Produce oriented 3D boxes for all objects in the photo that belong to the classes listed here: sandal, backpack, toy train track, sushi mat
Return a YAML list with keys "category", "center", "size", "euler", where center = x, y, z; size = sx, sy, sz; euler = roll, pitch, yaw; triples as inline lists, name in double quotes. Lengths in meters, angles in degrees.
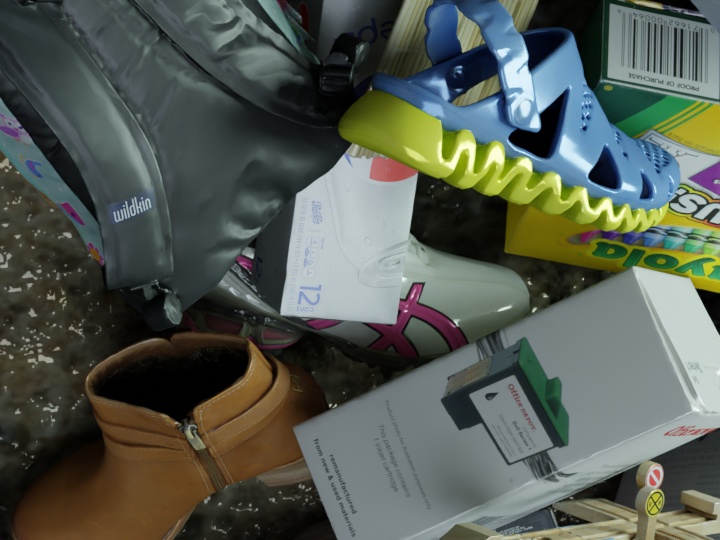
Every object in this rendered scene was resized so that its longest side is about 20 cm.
- category: "sandal"
  center: [0.083, -0.073, 1.317]
  size: [0.199, 0.079, 0.088]
  euler: [16, 96, -46]
- category: "backpack"
  center: [-0.114, -0.096, 1.293]
  size: [0.167, 0.126, 0.200]
  euler: [-49, 120, -13]
- category: "toy train track"
  center: [0.117, 0.121, 1.408]
  size: [0.199, 0.114, 0.033]
  euler: [-4, 105, -43]
- category: "sushi mat"
  center: [0.059, -0.140, 1.342]
  size: [0.095, 0.012, 0.201]
  euler: [0, 120, -45]

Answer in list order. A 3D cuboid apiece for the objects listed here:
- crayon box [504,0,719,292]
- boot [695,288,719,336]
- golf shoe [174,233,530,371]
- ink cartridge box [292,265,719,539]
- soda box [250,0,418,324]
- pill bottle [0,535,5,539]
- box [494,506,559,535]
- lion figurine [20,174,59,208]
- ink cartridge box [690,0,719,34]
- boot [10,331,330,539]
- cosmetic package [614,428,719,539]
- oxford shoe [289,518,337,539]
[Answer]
- category: "crayon box"
  center: [0.192, -0.054, 1.455]
  size: [0.199, 0.059, 0.173]
  euler: [11, 148, -9]
- category: "boot"
  center: [0.240, 0.063, 1.599]
  size: [0.199, 0.078, 0.139]
  euler: [-15, 130, -2]
- category: "golf shoe"
  center: [0.000, 0.000, 1.496]
  size: [0.199, 0.073, 0.093]
  euler: [5, 121, -16]
- category: "ink cartridge box"
  center: [0.087, 0.076, 1.459]
  size: [0.199, 0.085, 0.146]
  euler: [-26, 170, 15]
- category: "soda box"
  center: [-0.005, -0.078, 1.409]
  size: [0.063, 0.068, 0.201]
  euler: [5, 103, -16]
- category: "pill bottle"
  center: [-0.228, 0.194, 1.548]
  size: [0.112, 0.112, 0.200]
  euler: [-31, 124, 8]
- category: "box"
  center: [0.026, 0.208, 1.614]
  size: [0.199, 0.049, 0.161]
  euler: [-18, 158, 0]
- category: "lion figurine"
  center: [-0.118, -0.121, 1.384]
  size: [0.122, 0.073, 0.200]
  euler: [35, 114, -20]
- category: "ink cartridge box"
  center: [0.255, -0.185, 1.365]
  size: [0.199, 0.146, 0.145]
  euler: [5, 123, -31]
- category: "boot"
  center: [-0.115, 0.094, 1.480]
  size: [0.199, 0.077, 0.155]
  euler: [-14, 158, 13]
- category: "cosmetic package"
  center: [0.235, 0.215, 1.607]
  size: [0.199, 0.201, 0.123]
  euler: [31, 156, -29]
- category: "oxford shoe"
  center: [0.040, 0.117, 1.601]
  size: [0.199, 0.071, 0.073]
  euler: [-24, 93, 12]
